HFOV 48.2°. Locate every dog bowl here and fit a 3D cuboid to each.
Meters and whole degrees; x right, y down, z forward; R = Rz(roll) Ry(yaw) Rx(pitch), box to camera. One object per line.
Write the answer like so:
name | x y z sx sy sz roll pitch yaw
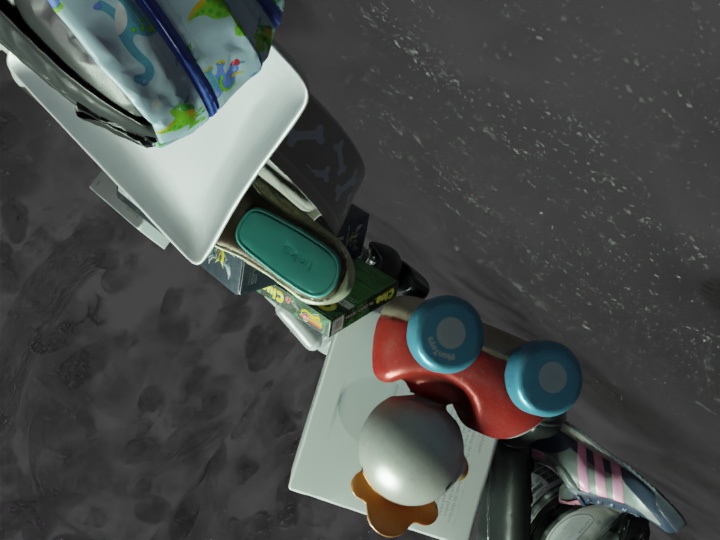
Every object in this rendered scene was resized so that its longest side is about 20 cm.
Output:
dog bowl | -0.078 -0.108 0.622 0.199 0.059 0.200 38 173 5

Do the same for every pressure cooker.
pressure cooker | 0.282 0.348 1.063 0.174 0.180 0.200 1 -168 -10

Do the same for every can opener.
can opener | 0.000 0.000 0.867 0.078 0.064 0.199 41 172 -25

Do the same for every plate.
plate | -0.131 -0.127 0.506 0.200 0.032 0.200 47 139 1

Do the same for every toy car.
toy car | 0.071 0.141 0.715 0.174 0.204 0.184 23 172 -7

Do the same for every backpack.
backpack | -0.123 -0.149 0.345 0.162 0.152 0.203 13 133 62

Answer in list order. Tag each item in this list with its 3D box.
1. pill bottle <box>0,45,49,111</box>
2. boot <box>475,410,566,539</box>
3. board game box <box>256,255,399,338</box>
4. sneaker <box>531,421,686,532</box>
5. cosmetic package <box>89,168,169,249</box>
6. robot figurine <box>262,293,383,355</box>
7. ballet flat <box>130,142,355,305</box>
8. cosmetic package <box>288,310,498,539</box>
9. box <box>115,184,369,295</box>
pill bottle | -0.271 -0.201 0.800 0.200 0.117 0.116 44 171 -39
boot | 0.175 0.238 0.900 0.064 0.205 0.165 6 -178 -4
board game box | -0.070 -0.010 0.767 0.198 0.024 0.104 31 -146 28
sneaker | 0.277 0.254 0.942 0.199 0.083 0.070 35 172 31
cosmetic package | -0.256 -0.129 1.027 0.052 0.152 0.199 43 172 -39
robot figurine | -0.046 0.026 1.008 0.200 0.170 0.113 45 132 -7
ballet flat | -0.087 -0.042 0.599 0.199 0.068 0.062 40 -171 5
cosmetic package | 0.044 0.162 0.880 0.196 0.204 0.123 19 174 -1
box | -0.113 -0.062 0.762 0.199 0.052 0.156 35 -144 31
